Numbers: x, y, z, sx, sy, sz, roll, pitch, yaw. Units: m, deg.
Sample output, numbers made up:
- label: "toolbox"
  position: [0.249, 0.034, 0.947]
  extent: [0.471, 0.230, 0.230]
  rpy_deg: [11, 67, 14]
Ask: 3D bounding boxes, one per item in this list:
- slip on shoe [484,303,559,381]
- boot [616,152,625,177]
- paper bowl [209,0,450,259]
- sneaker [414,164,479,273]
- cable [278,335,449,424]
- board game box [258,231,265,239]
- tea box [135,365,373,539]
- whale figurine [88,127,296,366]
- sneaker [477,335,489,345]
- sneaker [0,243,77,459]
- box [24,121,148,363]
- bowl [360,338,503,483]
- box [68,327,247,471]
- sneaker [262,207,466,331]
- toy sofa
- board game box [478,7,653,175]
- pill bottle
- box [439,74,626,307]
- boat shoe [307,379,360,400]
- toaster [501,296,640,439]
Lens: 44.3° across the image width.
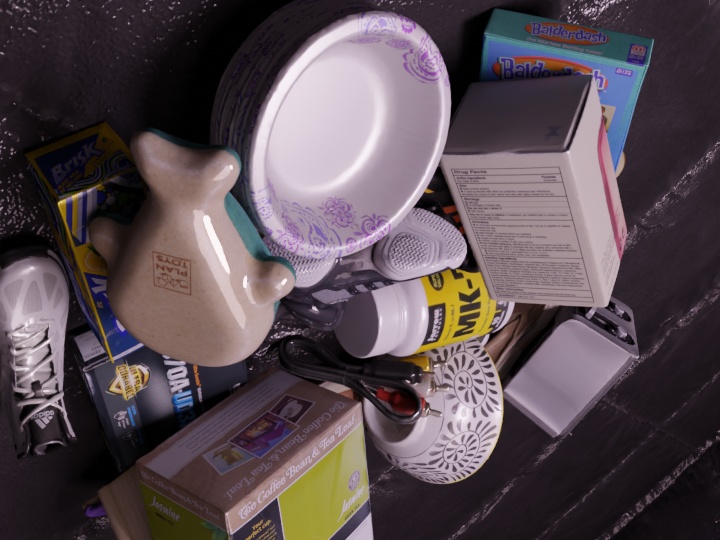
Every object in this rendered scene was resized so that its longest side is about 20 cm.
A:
- label: "slip on shoe"
  position: [0.215, 0.066, 1.235]
  extent: [0.060, 0.076, 0.201]
  rpy_deg: [32, 101, -12]
- label: "boot"
  position: [0.213, -0.105, 1.015]
  extent: [0.200, 0.073, 0.155]
  rpy_deg: [-43, 147, 4]
- label: "paper bowl"
  position: [-0.031, -0.120, 0.713]
  extent: [0.199, 0.104, 0.202]
  rpy_deg: [-24, 132, -29]
- label: "sneaker"
  position: [0.089, -0.052, 0.905]
  extent: [0.200, 0.069, 0.091]
  rpy_deg: [22, 74, -57]
- label: "cable"
  position: [0.001, 0.128, 0.993]
  extent: [0.198, 0.098, 0.051]
  rpy_deg: [5, 140, 8]
- label: "board game box"
  position: [-0.068, -0.059, 0.844]
  extent: [0.199, 0.032, 0.120]
  rpy_deg: [0, 135, -44]
- label: "tea box"
  position: [-0.100, 0.242, 0.912]
  extent: [0.199, 0.133, 0.199]
  rpy_deg: [-32, 128, -44]
- label: "whale figurine"
  position: [-0.117, -0.023, 0.648]
  extent: [0.104, 0.157, 0.201]
  rpy_deg: [-67, 167, -47]
- label: "sneaker"
  position: [0.080, 0.116, 1.162]
  extent: [0.200, 0.071, 0.099]
  rpy_deg: [-43, 145, -4]
- label: "sneaker"
  position: [-0.264, 0.080, 0.739]
  extent: [0.075, 0.116, 0.202]
  rpy_deg: [-14, 140, -32]
- label: "box"
  position: [-0.206, -0.017, 0.724]
  extent: [0.070, 0.064, 0.201]
  rpy_deg: [-28, 145, -23]
- label: "bowl"
  position: [0.064, 0.162, 1.071]
  extent: [0.094, 0.201, 0.201]
  rpy_deg: [4, 129, -49]
- label: "box"
  position: [-0.196, 0.107, 0.900]
  extent: [0.158, 0.046, 0.201]
  rpy_deg: [-23, 145, -22]
- label: "sneaker"
  position: [0.000, 0.000, 0.867]
  extent: [0.198, 0.076, 0.114]
  rpy_deg: [-4, 147, -10]
- label: "toy sofa"
  position: [-0.215, 0.276, 1.013]
  extent: [0.097, 0.083, 0.200]
  rpy_deg: [-36, 159, 12]
- label: "board game box"
  position: [0.189, -0.150, 0.877]
  extent: [0.201, 0.151, 0.045]
  rpy_deg: [90, 20, -51]
- label: "pill bottle"
  position: [0.070, 0.033, 1.006]
  extent: [0.198, 0.115, 0.115]
  rpy_deg: [-11, 138, -36]
- label: "box"
  position: [0.171, -0.072, 0.850]
  extent: [0.110, 0.127, 0.201]
  rpy_deg: [-62, 142, -35]
- label: "boat shoe"
  position: [-0.080, 0.177, 1.051]
  extent: [0.198, 0.073, 0.075]
  rpy_deg: [-14, 180, -31]
- label: "toaster"
  position: [0.291, 0.124, 1.257]
  extent: [0.201, 0.118, 0.181]
  rpy_deg: [-55, 180, 24]
